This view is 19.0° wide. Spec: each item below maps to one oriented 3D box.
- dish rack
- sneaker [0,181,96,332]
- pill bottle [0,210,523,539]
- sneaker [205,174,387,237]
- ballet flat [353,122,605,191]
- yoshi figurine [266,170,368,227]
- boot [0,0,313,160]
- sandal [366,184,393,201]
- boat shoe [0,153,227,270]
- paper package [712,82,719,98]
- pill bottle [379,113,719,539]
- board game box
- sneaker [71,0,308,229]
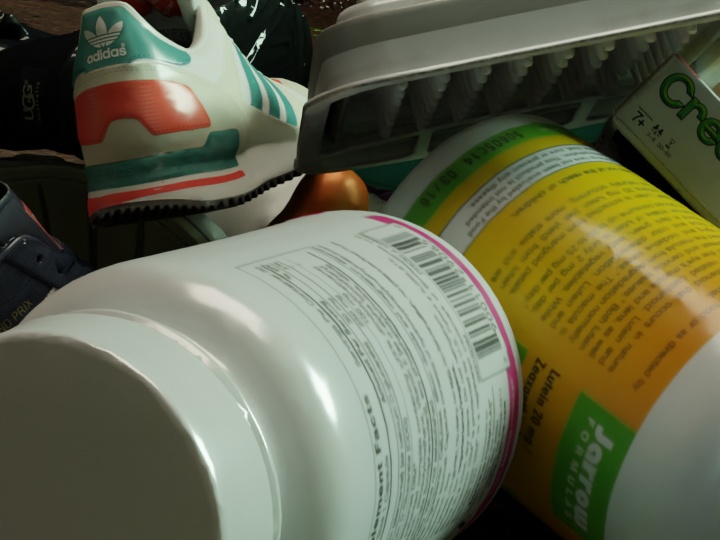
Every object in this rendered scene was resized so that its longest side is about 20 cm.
[{"bbox_3d":[0.057,-0.080,0.783,0.170,0.044,0.200,-11,-4,-3],"label":"dish rack"},{"bbox_3d":[-0.115,0.010,0.803,0.198,0.085,0.075,1,13,-33],"label":"sneaker"},{"bbox_3d":[-0.036,0.049,0.596,0.112,0.115,0.200,13,12,21],"label":"pill bottle"},{"bbox_3d":[0.000,0.000,0.987,0.198,0.076,0.089,8,16,-13],"label":"sneaker"},{"bbox_3d":[0.074,-0.079,0.960,0.199,0.070,0.069,-11,-4,41],"label":"ballet flat"},{"bbox_3d":[0.059,0.016,0.860,0.199,0.113,0.112,23,11,42],"label":"yoshi figurine"},{"bbox_3d":[-0.135,-0.095,0.998,0.167,0.077,0.200,10,15,28],"label":"boot"},{"bbox_3d":[0.011,-0.068,1.097,0.082,0.050,0.203,34,-28,4],"label":"sandal"},{"bbox_3d":[-0.135,-0.020,0.969,0.198,0.076,0.068,13,18,27],"label":"boat shoe"},{"bbox_3d":[0.212,-0.095,1.031,0.190,0.104,0.200,26,5,27],"label":"paper package"},{"bbox_3d":[0.097,0.040,0.696,0.110,0.112,0.200,-2,30,-44],"label":"pill bottle"},{"bbox_3d":[0.165,0.014,0.777,0.200,0.035,0.126,47,-1,4],"label":"board game box"},{"bbox_3d":[-0.063,-0.078,0.865,0.070,0.094,0.200,-8,10,16],"label":"sneaker"}]
